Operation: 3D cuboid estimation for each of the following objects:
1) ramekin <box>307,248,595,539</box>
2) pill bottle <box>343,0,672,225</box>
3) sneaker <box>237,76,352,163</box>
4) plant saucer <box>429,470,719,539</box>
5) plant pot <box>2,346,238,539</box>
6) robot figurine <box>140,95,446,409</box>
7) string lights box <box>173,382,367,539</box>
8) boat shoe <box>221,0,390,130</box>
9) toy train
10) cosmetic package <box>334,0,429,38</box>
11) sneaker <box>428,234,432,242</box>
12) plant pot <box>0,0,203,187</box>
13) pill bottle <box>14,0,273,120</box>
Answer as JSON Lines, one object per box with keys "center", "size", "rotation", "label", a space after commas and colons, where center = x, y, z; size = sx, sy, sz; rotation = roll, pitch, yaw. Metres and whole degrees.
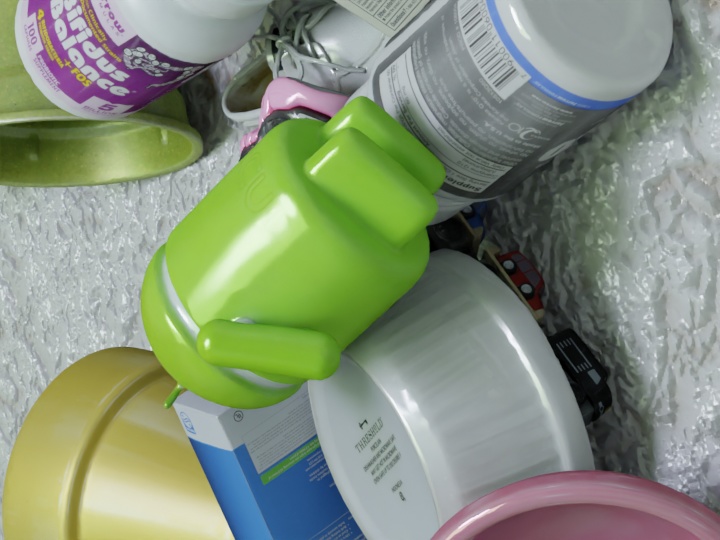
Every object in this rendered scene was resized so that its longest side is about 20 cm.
{"center": [0.047, 0.098, 1.289], "size": [0.202, 0.094, 0.203], "rotation": [50, 154, 36], "label": "ramekin"}
{"center": [0.075, -0.107, 1.229], "size": [0.200, 0.114, 0.114], "rotation": [-38, 68, 52], "label": "pill bottle"}
{"center": [-0.047, -0.047, 1.386], "size": [0.200, 0.079, 0.096], "rotation": [105, 179, -72], "label": "sneaker"}
{"center": [0.124, 0.185, 1.201], "size": [0.051, 0.200, 0.201], "rotation": [-82, 6, -58], "label": "plant saucer"}
{"center": [-0.113, 0.165, 1.506], "size": [0.189, 0.201, 0.201], "rotation": [9, 106, 38], "label": "plant pot"}
{"center": [-0.043, -0.004, 1.214], "size": [0.116, 0.176, 0.200], "rotation": [40, 116, -14], "label": "robot figurine"}
{"center": [-0.031, 0.145, 1.392], "size": [0.059, 0.103, 0.200], "rotation": [11, 129, 53], "label": "string lights box"}
{"center": [-0.033, -0.138, 1.384], "size": [0.202, 0.086, 0.075], "rotation": [-25, 53, 57], "label": "boat shoe"}
{"center": [0.087, 0.011, 1.299], "size": [0.200, 0.046, 0.034], "rotation": [55, 156, 28], "label": "toy train"}
{"center": [-0.028, -0.232, 1.246], "size": [0.200, 0.071, 0.105], "rotation": [34, 144, -11], "label": "cosmetic package"}
{"center": [0.000, 0.000, 1.396], "size": [0.083, 0.072, 0.200], "rotation": [26, 119, 50], "label": "sneaker"}
{"center": [-0.219, -0.172, 1.581], "size": [0.200, 0.200, 0.185], "rotation": [-20, 70, 54], "label": "plant pot"}
{"center": [-0.126, -0.172, 1.359], "size": [0.200, 0.112, 0.113], "rotation": [-23, 79, 53], "label": "pill bottle"}
